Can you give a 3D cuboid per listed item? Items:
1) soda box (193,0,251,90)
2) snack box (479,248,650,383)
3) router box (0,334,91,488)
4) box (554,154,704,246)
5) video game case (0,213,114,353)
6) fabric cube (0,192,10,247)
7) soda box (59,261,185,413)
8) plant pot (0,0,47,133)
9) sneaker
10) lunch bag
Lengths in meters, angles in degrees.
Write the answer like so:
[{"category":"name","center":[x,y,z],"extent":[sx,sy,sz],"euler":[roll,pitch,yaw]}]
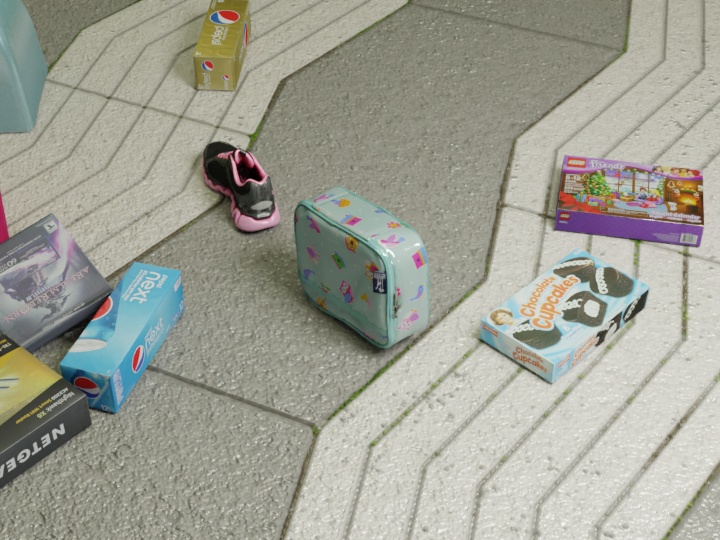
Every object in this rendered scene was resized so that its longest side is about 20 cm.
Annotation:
[{"category":"soda box","center":[-0.227,-0.376,2.048],"extent":[0.068,0.064,0.200],"euler":[2,40,2]},{"category":"snack box","center":[0.257,0.053,1.551],"extent":[0.116,0.037,0.200],"euler":[31,49,33]},{"category":"router box","center":[-0.432,0.173,1.392],"extent":[0.157,0.052,0.200],"euler":[29,48,30]},{"category":"box","center":[0.378,-0.100,1.734],"extent":[0.200,0.039,0.137],"euler":[7,39,8]},{"category":"video game case","center":[-0.415,0.016,1.582],"extent":[0.143,0.019,0.200],"euler":[-33,46,-15]},{"category":"fabric cube","center":[-0.598,-0.116,1.629],"extent":[0.199,0.200,0.196],"euler":[-20,43,-25]},{"category":"soda box","center":[-0.285,0.077,1.500],"extent":[0.068,0.064,0.200],"euler":[12,40,14]},{"category":"plant pot","center":[-0.605,-0.345,1.905],"extent":[0.196,0.200,0.196],"euler":[-2,40,-4]},{"category":"sneaker","center":[-0.170,-0.142,1.742],"extent":[0.079,0.095,0.200],"euler":[-20,42,-20]},{"category":"lunch bag","center":[0.000,0.000,1.524],"extent":[0.077,0.160,0.200],"euler":[-22,38,-32]}]
